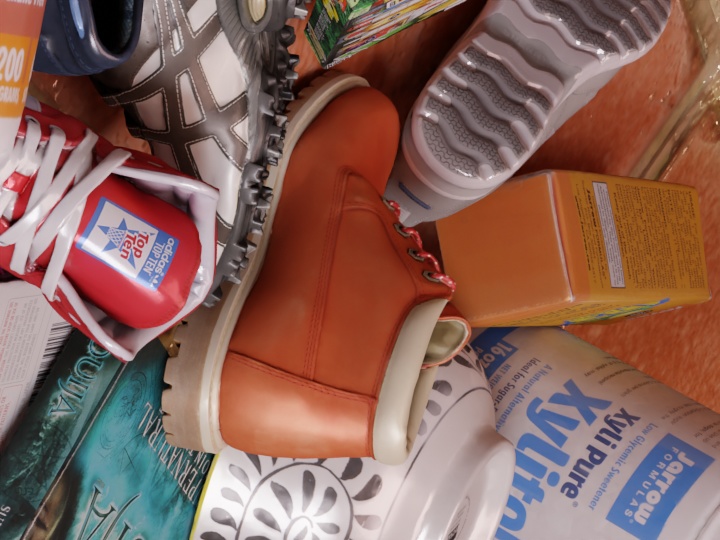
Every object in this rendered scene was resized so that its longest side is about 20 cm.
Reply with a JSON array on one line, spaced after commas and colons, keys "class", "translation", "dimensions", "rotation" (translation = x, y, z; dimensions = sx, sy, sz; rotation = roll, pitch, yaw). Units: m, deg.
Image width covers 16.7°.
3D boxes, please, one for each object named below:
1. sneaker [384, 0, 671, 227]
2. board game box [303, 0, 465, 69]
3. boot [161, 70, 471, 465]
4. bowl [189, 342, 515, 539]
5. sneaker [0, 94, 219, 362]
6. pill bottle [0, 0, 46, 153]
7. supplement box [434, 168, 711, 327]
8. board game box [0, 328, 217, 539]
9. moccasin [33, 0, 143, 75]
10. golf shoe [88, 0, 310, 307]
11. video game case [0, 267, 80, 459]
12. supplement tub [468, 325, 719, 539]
[{"class": "sneaker", "translation": [0.069, -0.093, 1.130], "dimensions": [0.200, 0.075, 0.082], "rotation": [-42, 179, -38]}, {"class": "board game box", "translation": [0.033, -0.114, 0.912], "dimensions": [0.105, 0.023, 0.200], "rotation": [-28, -179, -3]}, {"class": "boot", "translation": [0.000, 0.000, 1.005], "dimensions": [0.075, 0.107, 0.200], "rotation": [82, 21, -48]}, {"class": "bowl", "translation": [0.010, 0.100, 1.114], "dimensions": [0.201, 0.094, 0.201], "rotation": [-55, 158, -34]}, {"class": "sneaker", "translation": [-0.121, -0.030, 0.814], "dimensions": [0.071, 0.112, 0.200], "rotation": [-61, 149, 4]}, {"class": "pill bottle", "translation": [-0.132, -0.139, 0.692], "dimensions": [0.112, 0.112, 0.200], "rotation": [3, 102, -58]}, {"class": "supplement box", "translation": [0.109, -0.009, 1.209], "dimensions": [0.200, 0.066, 0.069], "rotation": [-3, 80, -63]}, {"class": "board game box", "translation": [-0.106, 0.108, 0.994], "dimensions": [0.135, 0.028, 0.200], "rotation": [-61, 162, -15]}, {"class": "moccasin", "translation": [-0.077, -0.161, 0.794], "dimensions": [0.080, 0.068, 0.200], "rotation": [-9, 110, -47]}, {"class": "golf shoe", "translation": [-0.068, -0.079, 0.900], "dimensions": [0.078, 0.094, 0.200], "rotation": [-83, -177, -56]}, {"class": "video game case", "translation": [-0.188, 0.088, 0.887], "dimensions": [0.181, 0.036, 0.200], "rotation": [-9, 122, -57]}, {"class": "supplement tub", "translation": [0.119, 0.113, 1.224], "dimensions": [0.132, 0.200, 0.132], "rotation": [-37, 142, -36]}]
